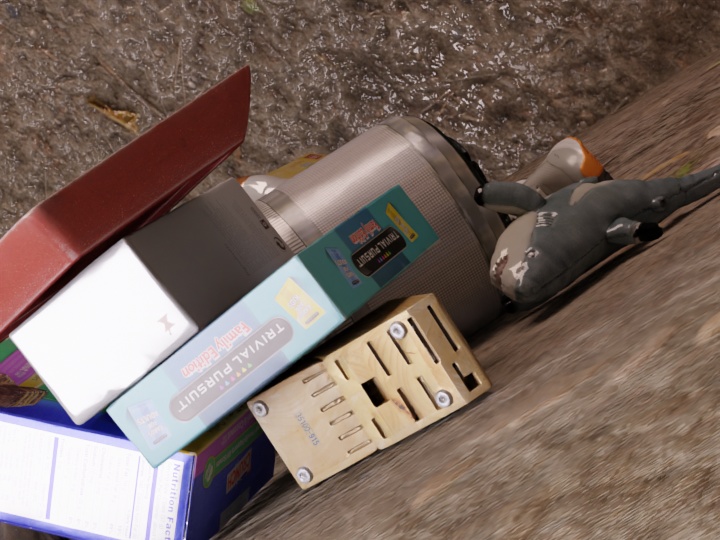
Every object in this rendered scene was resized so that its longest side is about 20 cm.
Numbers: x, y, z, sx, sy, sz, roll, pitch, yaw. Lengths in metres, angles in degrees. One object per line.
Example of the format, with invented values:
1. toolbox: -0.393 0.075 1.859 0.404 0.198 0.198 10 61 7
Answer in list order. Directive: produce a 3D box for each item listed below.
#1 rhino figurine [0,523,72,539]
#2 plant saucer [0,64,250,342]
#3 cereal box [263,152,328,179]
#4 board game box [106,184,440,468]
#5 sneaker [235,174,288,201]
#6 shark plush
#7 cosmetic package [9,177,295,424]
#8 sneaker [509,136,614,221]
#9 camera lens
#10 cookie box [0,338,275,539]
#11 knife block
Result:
1. rhino figurine: -0.223 0.186 1.515 0.200 0.088 0.060 -31 3 15
2. plant saucer: -0.161 -0.022 1.363 0.200 0.037 0.200 -39 0 -43
3. cereal box: -0.057 0.007 1.986 0.039 0.201 0.144 8 12 13
4. board game box: -0.046 0.030 1.363 0.151 0.047 0.200 -39 0 22
5. sneaker: -0.082 0.018 1.893 0.085 0.201 0.073 12 16 37
6. shark plush: 0.168 -0.020 1.533 0.199 0.091 0.083 -10 13 -27
7. cosmetic package: -0.122 0.015 1.416 0.101 0.071 0.200 -38 1 19
8. sneaker: 0.139 -0.037 1.831 0.092 0.076 0.200 -41 -2 -21
9. camera lens: 0.000 0.000 1.608 0.200 0.160 0.160 -32 3 -12
10. cookie box: -0.169 0.103 1.443 0.199 0.075 0.171 11 15 13
11. knife block: 0.022 0.053 1.388 0.200 0.064 0.176 -31 4 37
